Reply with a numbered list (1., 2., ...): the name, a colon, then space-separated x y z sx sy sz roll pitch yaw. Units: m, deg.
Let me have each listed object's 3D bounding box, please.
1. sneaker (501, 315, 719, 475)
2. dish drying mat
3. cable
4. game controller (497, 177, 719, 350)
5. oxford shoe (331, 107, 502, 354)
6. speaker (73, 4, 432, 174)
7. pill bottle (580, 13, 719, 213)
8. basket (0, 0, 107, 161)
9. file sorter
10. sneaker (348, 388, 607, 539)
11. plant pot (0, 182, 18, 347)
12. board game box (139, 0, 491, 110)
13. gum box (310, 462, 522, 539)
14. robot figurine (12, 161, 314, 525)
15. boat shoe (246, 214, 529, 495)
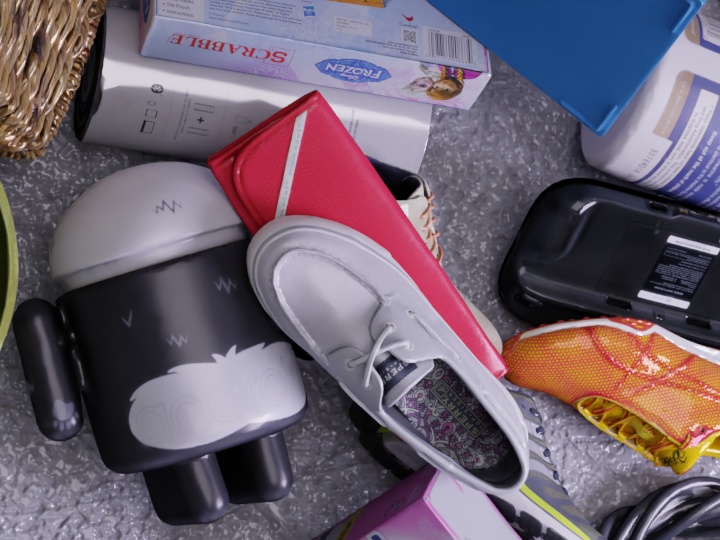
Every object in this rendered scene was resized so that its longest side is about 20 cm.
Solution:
1. sneaker: 0.177 0.079 1.345 0.199 0.073 0.077 14 60 -14
2. dish drying mat: 0.000 0.000 1.230 0.077 0.018 0.200 -34 109 3
3. cable: 0.208 0.209 1.367 0.200 0.051 0.163 -35 91 -13
4. game controller: 0.187 0.005 1.357 0.199 0.042 0.105 14 117 -16
5. oxford shoe: 0.022 -0.011 1.269 0.074 0.071 0.200 -40 117 18
6. speaker: -0.061 -0.097 1.292 0.199 0.081 0.082 9 82 -16
7. pill bottle: 0.246 -0.082 1.369 0.199 0.111 0.111 20 79 -14
8. basket: -0.219 -0.179 1.189 0.142 0.149 0.201 15 79 17
9. file sorter: 0.111 -0.206 1.236 0.200 0.139 0.123 39 58 4
10. sneaker: 0.092 0.118 1.314 0.200 0.074 0.081 43 55 -1
11. plant pot: -0.291 0.006 1.151 0.199 0.193 0.201 2 84 -17
12. board game box: -0.028 -0.200 1.293 0.199 0.041 0.200 9 58 -17
13. gum box: 0.063 0.219 1.276 0.113 0.066 0.200 -36 97 25
14. robot figurine: -0.102 0.040 1.246 0.124 0.150 0.201 -16 90 24
15. boat shoe: 0.018 0.051 1.204 0.072 0.069 0.200 -39 109 4
